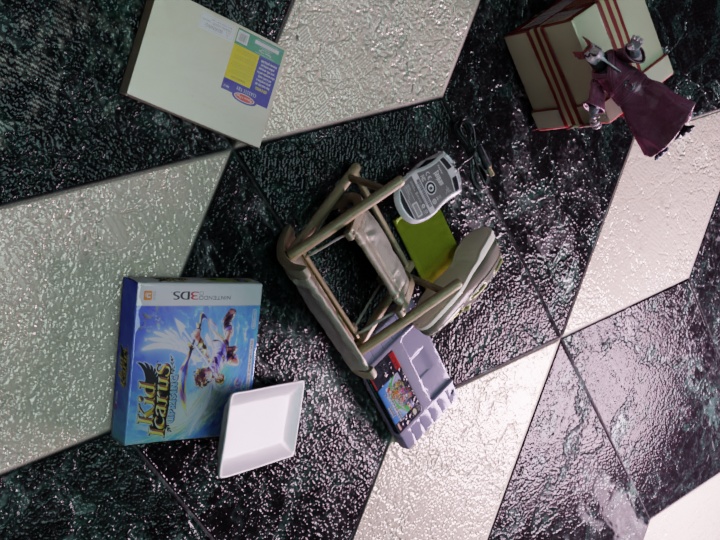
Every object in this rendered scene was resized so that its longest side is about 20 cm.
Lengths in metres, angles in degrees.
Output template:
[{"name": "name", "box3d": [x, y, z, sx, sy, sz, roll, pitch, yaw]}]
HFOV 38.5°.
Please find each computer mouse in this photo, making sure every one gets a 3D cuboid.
[{"name": "computer mouse", "box3d": [0.111, -0.135, 1.506, 0.199, 0.044, 0.111, -34, 104, -32]}]

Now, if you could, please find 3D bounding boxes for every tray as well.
[{"name": "tray", "box3d": [-0.134, 0.204, 1.357, 0.199, 0.022, 0.110, 2, 98, -66]}]

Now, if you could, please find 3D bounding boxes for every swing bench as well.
[{"name": "swing bench", "box3d": [0.000, 0.000, 1.406, 0.200, 0.129, 0.201, -43, 123, -18]}]

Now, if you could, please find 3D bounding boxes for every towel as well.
[{"name": "towel", "box3d": [0.117, -0.019, 1.561, 0.086, 0.018, 0.202, -42, 122, -25]}]

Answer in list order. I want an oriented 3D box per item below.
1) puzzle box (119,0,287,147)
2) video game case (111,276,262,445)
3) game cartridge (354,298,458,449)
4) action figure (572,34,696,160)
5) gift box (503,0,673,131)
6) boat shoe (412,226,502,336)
[{"name": "puzzle box", "box3d": [-0.189, -0.246, 1.269, 0.198, 0.025, 0.136, 19, 86, -39]}, {"name": "video game case", "box3d": [-0.218, 0.111, 1.304, 0.179, 0.045, 0.205, 1, 98, -37]}, {"name": "game cartridge", "box3d": [0.067, 0.156, 1.547, 0.130, 0.038, 0.202, -44, 123, -28]}, {"name": "action figure", "box3d": [0.386, -0.261, 1.451, 0.200, 0.134, 0.149, 46, 32, 4]}, {"name": "gift box", "box3d": [0.338, -0.311, 1.582, 0.199, 0.184, 0.189, -35, 109, -21]}, {"name": "boat shoe", "box3d": [0.150, 0.025, 1.536, 0.203, 0.071, 0.061, -53, 123, -26]}]
